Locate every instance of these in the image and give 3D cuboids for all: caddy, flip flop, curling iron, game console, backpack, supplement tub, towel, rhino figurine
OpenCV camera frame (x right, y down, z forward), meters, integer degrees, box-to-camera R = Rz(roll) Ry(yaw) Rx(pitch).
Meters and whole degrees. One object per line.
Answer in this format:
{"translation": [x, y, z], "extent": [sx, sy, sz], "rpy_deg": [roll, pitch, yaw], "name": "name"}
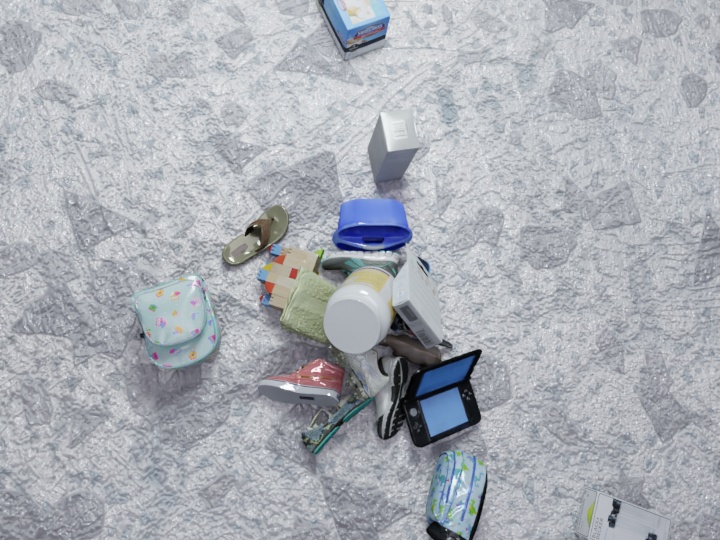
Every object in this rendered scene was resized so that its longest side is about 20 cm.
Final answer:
{"translation": [0.028, -0.098, 1.257], "extent": [0.198, 0.142, 0.106], "rpy_deg": [-1, 66, -7], "name": "caddy"}
{"translation": [-0.258, -0.088, 1.266], "extent": [0.200, 0.058, 0.081], "rpy_deg": [-38, 85, -13], "name": "flip flop"}
{"translation": [0.161, 0.153, 1.234], "extent": [0.199, 0.026, 0.050], "rpy_deg": [27, 45, -34], "name": "curling iron"}
{"translation": [0.206, 0.298, 1.191], "extent": [0.199, 0.116, 0.177], "rpy_deg": [-13, 80, -25], "name": "game console"}
{"translation": [-0.410, 0.122, 1.157], "extent": [0.175, 0.153, 0.201], "rpy_deg": [-18, 87, -16], "name": "backpack"}
{"translation": [0.006, 0.085, 1.132], "extent": [0.144, 0.200, 0.147], "rpy_deg": [5, 108, 14], "name": "supplement tub"}
{"translation": [-0.099, 0.092, 1.200], "extent": [0.036, 0.200, 0.149], "rpy_deg": [8, 73, 41], "name": "towel"}
{"translation": [0.107, 0.186, 1.239], "extent": [0.199, 0.087, 0.060], "rpy_deg": [22, 76, -2], "name": "rhino figurine"}
{"translation": [0.216, 0.512, 1.153], "extent": [0.153, 0.163, 0.200], "rpy_deg": [33, 69, 16], "name": "backpack"}

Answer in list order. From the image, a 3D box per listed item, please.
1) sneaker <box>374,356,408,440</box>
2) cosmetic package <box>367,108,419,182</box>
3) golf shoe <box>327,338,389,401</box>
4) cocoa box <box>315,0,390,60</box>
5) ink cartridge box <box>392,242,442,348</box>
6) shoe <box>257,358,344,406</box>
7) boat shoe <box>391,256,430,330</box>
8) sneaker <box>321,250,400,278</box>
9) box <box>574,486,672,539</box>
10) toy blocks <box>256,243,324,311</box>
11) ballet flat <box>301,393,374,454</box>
{"translation": [0.064, 0.302, 1.227], "extent": [0.073, 0.080, 0.202], "rpy_deg": [10, 87, -49], "name": "sneaker"}
{"translation": [0.078, -0.309, 1.285], "extent": [0.089, 0.200, 0.108], "rpy_deg": [-10, 82, -7], "name": "cosmetic package"}
{"translation": [-0.008, 0.196, 1.184], "extent": [0.097, 0.078, 0.201], "rpy_deg": [-25, 82, -24], "name": "golf shoe"}
{"translation": [-0.024, -0.714, 1.392], "extent": [0.133, 0.131, 0.201], "rpy_deg": [-23, 82, -11], "name": "cocoa box"}
{"translation": [0.131, 0.056, 1.192], "extent": [0.047, 0.201, 0.160], "rpy_deg": [-25, 125, 22], "name": "ink cartridge box"}
{"translation": [-0.137, 0.260, 1.207], "extent": [0.198, 0.072, 0.091], "rpy_deg": [4, 47, 10], "name": "shoe"}
{"translation": [0.104, 0.053, 1.277], "extent": [0.068, 0.084, 0.201], "rpy_deg": [34, 61, -18], "name": "boat shoe"}
{"translation": [0.000, 0.000, 1.263], "extent": [0.198, 0.078, 0.092], "rpy_deg": [0, 79, 6], "name": "sneaker"}
{"translation": [0.631, 0.615, 1.228], "extent": [0.199, 0.060, 0.117], "rpy_deg": [22, 76, -2], "name": "box"}
{"translation": [-0.187, 0.019, 1.244], "extent": [0.136, 0.100, 0.201], "rpy_deg": [16, 75, 8], "name": "toy blocks"}
{"translation": [-0.058, 0.338, 1.194], "extent": [0.200, 0.074, 0.074], "rpy_deg": [-41, 85, -12], "name": "ballet flat"}
